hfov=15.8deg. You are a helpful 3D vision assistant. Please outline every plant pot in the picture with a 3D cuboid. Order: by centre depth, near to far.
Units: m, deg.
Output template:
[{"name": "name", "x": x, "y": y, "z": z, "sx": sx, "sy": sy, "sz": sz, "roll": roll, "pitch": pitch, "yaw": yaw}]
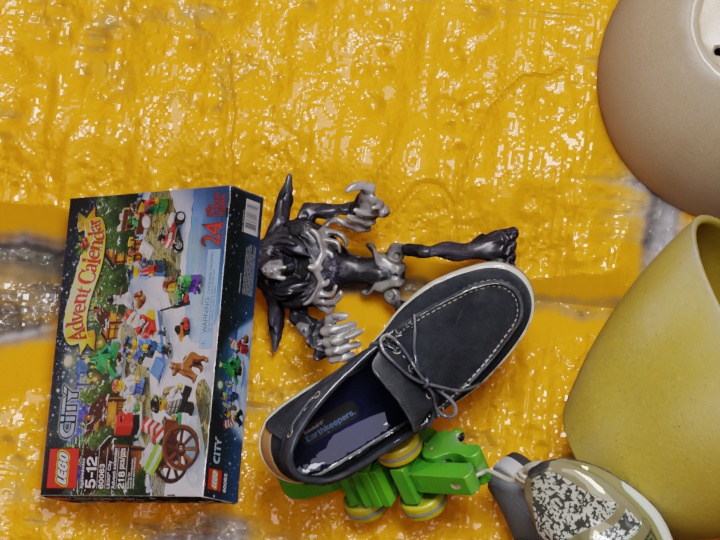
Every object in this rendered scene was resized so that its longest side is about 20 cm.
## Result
[{"name": "plant pot", "x": 0.211, "y": 0.088, "z": 1.605, "sx": 0.142, "sy": 0.200, "sz": 0.200, "roll": -37, "pitch": 77, "yaw": 20}, {"name": "plant pot", "x": 0.251, "y": -0.141, "z": 1.660, "sx": 0.200, "sy": 0.134, "sz": 0.201, "roll": -1, "pitch": 78, "yaw": 5}]

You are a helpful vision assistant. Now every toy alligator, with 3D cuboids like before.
[{"name": "toy alligator", "x": 0.042, "y": 0.120, "z": 1.649, "sx": 0.200, "sy": 0.059, "sz": 0.054, "roll": -5, "pitch": 36, "yaw": 28}]

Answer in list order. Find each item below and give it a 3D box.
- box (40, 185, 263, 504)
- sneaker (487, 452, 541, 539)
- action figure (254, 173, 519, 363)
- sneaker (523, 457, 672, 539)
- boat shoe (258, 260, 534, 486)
[{"name": "box", "x": -0.135, "y": 0.050, "z": 1.672, "sx": 0.136, "sy": 0.038, "sz": 0.200, "roll": -3, "pitch": 77, "yaw": 34}, {"name": "sneaker", "x": 0.106, "y": 0.224, "z": 1.629, "sx": 0.121, "sy": 0.084, "sz": 0.200, "roll": -30, "pitch": 79, "yaw": -11}, {"name": "action figure", "x": 0.000, "y": 0.000, "z": 1.671, "sx": 0.200, "sy": 0.102, "sz": 0.119, "roll": 4, "pitch": 91, "yaw": 4}, {"name": "sneaker", "x": 0.151, "y": 0.204, "z": 1.540, "sx": 0.077, "sy": 0.089, "sz": 0.200, "roll": -32, "pitch": 85, "yaw": 32}, {"name": "boat shoe", "x": 0.027, "y": 0.068, "z": 1.602, "sx": 0.200, "sy": 0.062, "sz": 0.075, "roll": -35, "pitch": 105, "yaw": -3}]
